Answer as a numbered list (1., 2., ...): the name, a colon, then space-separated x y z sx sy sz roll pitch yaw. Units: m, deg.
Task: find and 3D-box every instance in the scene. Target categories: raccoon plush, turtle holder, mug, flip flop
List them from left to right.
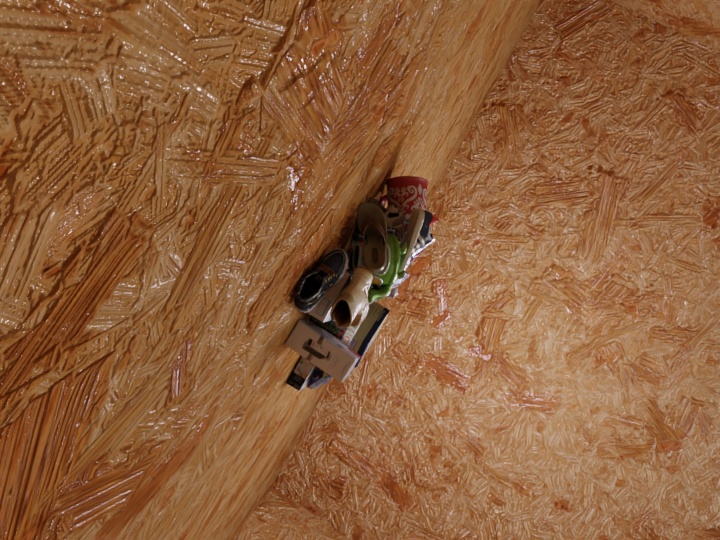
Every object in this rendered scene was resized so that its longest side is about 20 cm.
1. flip flop: 0.032 -0.095 1.446 0.058 0.081 0.201 73 14 -71
2. turtle holder: 0.045 -0.016 1.532 0.141 0.131 0.186 -117 -144 -58
3. raccoon plush: 0.063 -0.126 1.604 0.097 0.134 0.200 -57 172 -33
4. mug: 0.138 -0.173 1.676 0.178 0.133 0.201 150 -58 -74

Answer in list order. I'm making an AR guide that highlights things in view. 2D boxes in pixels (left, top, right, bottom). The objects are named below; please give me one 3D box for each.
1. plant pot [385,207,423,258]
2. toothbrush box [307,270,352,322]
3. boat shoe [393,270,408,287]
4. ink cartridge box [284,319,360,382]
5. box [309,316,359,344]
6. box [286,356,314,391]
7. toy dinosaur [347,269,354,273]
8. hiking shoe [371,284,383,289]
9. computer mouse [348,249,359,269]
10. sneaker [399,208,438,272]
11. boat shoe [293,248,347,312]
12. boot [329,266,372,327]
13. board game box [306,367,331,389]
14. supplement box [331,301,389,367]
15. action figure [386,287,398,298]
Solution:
1. plant pot: 0.103 -0.098 1.864 0.200 0.200 0.179 -56 -173 -32
2. toothbrush box: -0.086 0.058 1.505 0.147 0.085 0.200 -61 172 0
3. boat shoe: 0.075 0.052 1.780 0.200 0.075 0.093 -43 146 12
4. ink cartridge box: -0.109 0.234 1.583 0.083 0.200 0.147 -57 172 -1
5. box: -0.071 0.141 1.631 0.200 0.035 0.110 20 -103 54
6. box: -0.188 0.335 1.975 0.200 0.060 0.117 -60 173 0
7. toy dinosaur: 0.001 0.015 1.800 0.200 0.102 0.136 -1 -142 45
8. hiking shoe: 0.079 0.006 1.662 0.076 0.101 0.200 2 139 -33
9. computer mouse: 0.000 0.000 1.682 0.200 0.046 0.141 -179 -76 -74
10. sneaker: 0.165 -0.075 1.543 0.075 0.084 0.200 -117 -136 -57
11. boat shoe: -0.091 0.014 1.334 0.200 0.071 0.091 -55 175 -23
12. boot: -0.029 0.107 1.431 0.156 0.073 0.200 -57 166 -48
13. board game box: -0.137 0.356 2.060 0.200 0.062 0.200 -41 -152 43
14. supplement box: -0.040 0.185 1.852 0.200 0.199 0.134 -52 169 -49
15. action figure: 0.045 0.051 1.942 0.200 0.193 0.105 -61 172 6
